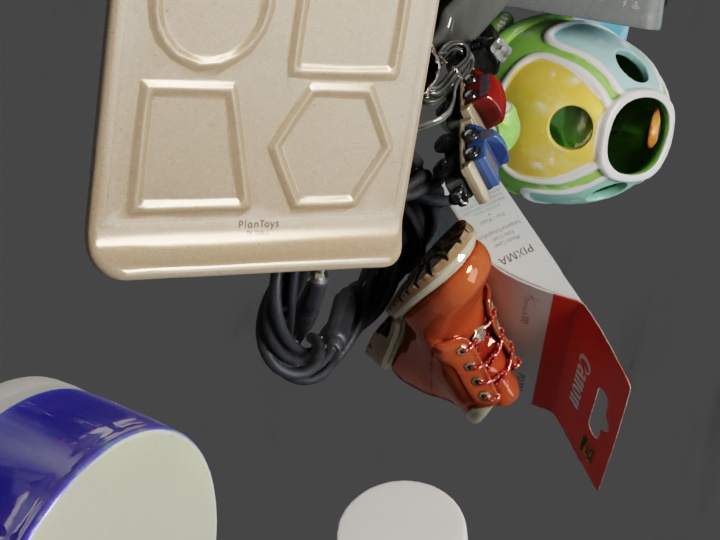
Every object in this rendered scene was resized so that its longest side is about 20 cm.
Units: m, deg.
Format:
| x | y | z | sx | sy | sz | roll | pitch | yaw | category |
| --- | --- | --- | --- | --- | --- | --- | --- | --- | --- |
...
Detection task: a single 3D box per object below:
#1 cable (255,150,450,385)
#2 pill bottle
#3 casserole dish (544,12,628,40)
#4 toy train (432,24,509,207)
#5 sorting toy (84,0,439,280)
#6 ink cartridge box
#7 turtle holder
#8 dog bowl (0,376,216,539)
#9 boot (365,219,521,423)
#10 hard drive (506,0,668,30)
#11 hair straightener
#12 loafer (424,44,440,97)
| x | y | z | sx | sy | sz | roll | pitch | yaw | category |
| --- | --- | --- | --- | --- | --- | --- | --- | --- | --- |
| 0.000 | 0.000 | 0.993 | 0.165 | 0.050 | 0.200 | -64 | 164 | -2 | cable |
| 0.038 | 0.259 | 1.190 | 0.114 | 0.113 | 0.202 | -52 | 148 | -39 | pill bottle |
| 0.185 | -0.235 | 1.288 | 0.122 | 0.038 | 0.200 | -64 | 154 | -21 | casserole dish |
| 0.074 | -0.107 | 1.024 | 0.034 | 0.045 | 0.201 | 58 | 22 | -33 | toy train |
| -0.048 | -0.099 | 0.792 | 0.183 | 0.036 | 0.203 | -3 | 108 | -31 | sorting toy |
| 0.109 | 0.046 | 1.093 | 0.047 | 0.201 | 0.161 | -22 | 151 | -14 | ink cartridge box |
| 0.145 | -0.120 | 1.145 | 0.185 | 0.131 | 0.142 | 30 | 87 | -44 | turtle holder |
| -0.153 | 0.158 | 0.752 | 0.200 | 0.078 | 0.202 | -44 | 142 | -48 | dog bowl |
| 0.071 | 0.039 | 1.047 | 0.075 | 0.107 | 0.200 | -48 | 170 | -20 | boot |
| 0.149 | -0.272 | 1.057 | 0.033 | 0.138 | 0.202 | -48 | 146 | -54 | hard drive |
| 0.057 | -0.148 | 1.020 | 0.200 | 0.076 | 0.041 | -50 | 130 | -38 | hair straightener |
| -0.012 | -0.122 | 0.889 | 0.200 | 0.070 | 0.074 | -26 | 129 | -59 | loafer |
